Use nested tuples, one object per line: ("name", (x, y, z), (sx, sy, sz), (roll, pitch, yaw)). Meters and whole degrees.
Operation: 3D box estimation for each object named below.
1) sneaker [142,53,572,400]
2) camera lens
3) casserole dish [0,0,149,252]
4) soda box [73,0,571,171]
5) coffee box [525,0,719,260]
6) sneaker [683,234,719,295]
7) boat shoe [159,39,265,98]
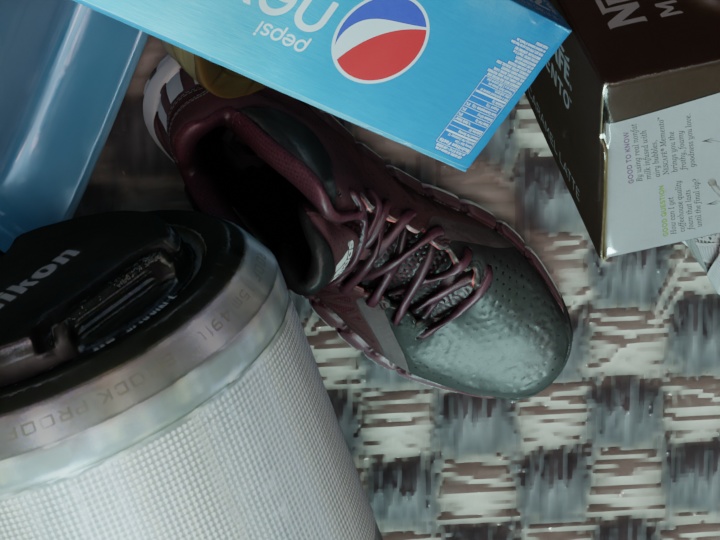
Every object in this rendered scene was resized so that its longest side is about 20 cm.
("sneaker", (0.000, 0.000, 0.905), (0.200, 0.116, 0.076), (36, 104, -15))
("camera lens", (-0.077, 0.091, 0.834), (0.159, 0.160, 0.201), (-19, 111, 3))
("casserole dish", (-0.122, -0.080, 0.871), (0.039, 0.121, 0.201), (27, 102, 20))
("soda box", (-0.031, -0.103, 0.781), (0.200, 0.068, 0.064), (22, 115, -38))
("coffee box", (0.162, -0.088, 0.864), (0.199, 0.115, 0.080), (-13, 134, -8))
("sneaker", (0.174, 0.000, 0.933), (0.075, 0.082, 0.200), (-36, 104, 9))
("boat shoe", (-0.050, -0.158, 0.830), (0.073, 0.063, 0.201), (-24, 133, -30))
